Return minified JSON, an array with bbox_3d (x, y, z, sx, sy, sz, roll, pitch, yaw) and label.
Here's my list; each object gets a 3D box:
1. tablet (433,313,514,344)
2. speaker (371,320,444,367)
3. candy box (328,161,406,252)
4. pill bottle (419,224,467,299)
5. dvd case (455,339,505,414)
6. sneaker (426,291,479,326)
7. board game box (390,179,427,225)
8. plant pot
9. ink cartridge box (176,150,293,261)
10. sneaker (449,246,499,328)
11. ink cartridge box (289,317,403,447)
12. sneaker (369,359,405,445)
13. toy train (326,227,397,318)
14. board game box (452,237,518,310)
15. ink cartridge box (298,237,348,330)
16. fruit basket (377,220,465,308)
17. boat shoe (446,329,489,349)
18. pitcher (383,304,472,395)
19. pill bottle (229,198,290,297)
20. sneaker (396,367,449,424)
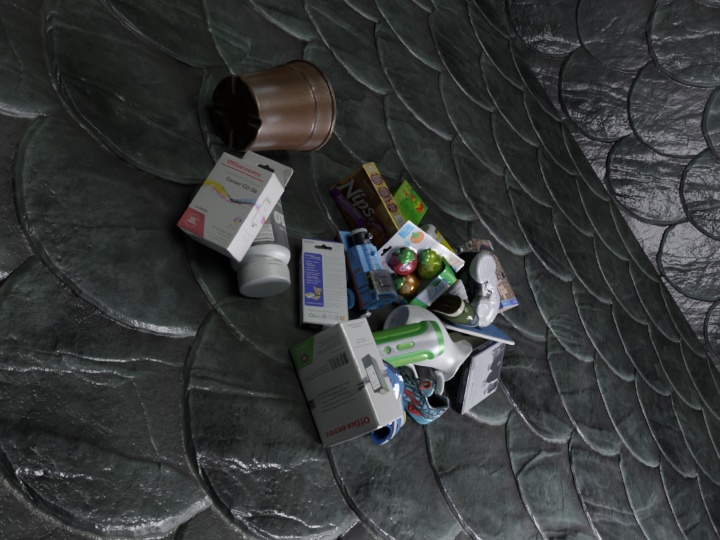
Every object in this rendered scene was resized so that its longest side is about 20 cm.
[{"bbox_3d":[0.266,0.136,1.682,0.200,0.014,0.130,16,12,-20],"label":"tablet"},{"bbox_3d":[0.067,0.159,1.410,0.200,0.088,0.089,-11,71,-14],"label":"speaker"},{"bbox_3d":[0.025,-0.138,1.612,0.056,0.117,0.200,-29,89,-55],"label":"candy box"},{"bbox_3d":[0.197,-0.011,1.738,0.200,0.109,0.109,50,37,-13],"label":"pill bottle"},{"bbox_3d":[0.297,0.251,1.680,0.200,0.025,0.151,-15,118,-53],"label":"dvd case"},{"bbox_3d":[0.209,0.090,1.641,0.090,0.200,0.067,35,85,-25],"label":"sneaker"},{"bbox_3d":[0.100,-0.142,1.763,0.102,0.048,0.200,50,37,-14],"label":"board game box"},{"bbox_3d":[-0.190,-0.338,1.441,0.198,0.200,0.200,-20,82,-46],"label":"plant pot"},{"bbox_3d":[-0.220,-0.131,1.230,0.200,0.116,0.068,-61,160,-13],"label":"ink cartridge box"},{"bbox_3d":[0.272,0.037,1.659,0.075,0.114,0.200,-21,119,-26],"label":"sneaker"},{"bbox_3d":[-0.029,0.209,1.286,0.084,0.145,0.200,-6,72,-53],"label":"ink cartridge box"},{"bbox_3d":[0.041,0.258,1.346,0.082,0.074,0.200,-46,134,-42],"label":"sneaker"},{"bbox_3d":[0.000,0.000,1.489,0.087,0.114,0.200,3,65,-50],"label":"toy train"},{"bbox_3d":[0.325,0.024,1.854,0.159,0.097,0.200,-3,68,-64],"label":"board game box"},{"bbox_3d":[-0.078,0.028,1.416,0.095,0.037,0.200,7,60,-17],"label":"ink cartridge box"},{"bbox_3d":[0.116,0.001,1.574,0.200,0.185,0.094,31,24,-38],"label":"fruit basket"},{"bbox_3d":[0.236,0.175,1.704,0.201,0.063,0.074,-7,111,-42],"label":"boat shoe"},{"bbox_3d":[0.138,0.184,1.541,0.200,0.121,0.172,37,69,-28],"label":"pitcher"},{"bbox_3d":[-0.194,-0.058,1.297,0.114,0.114,0.200,12,58,-46],"label":"pill bottle"},{"bbox_3d":[0.114,0.247,1.474,0.200,0.095,0.079,41,40,-25],"label":"sneaker"}]
